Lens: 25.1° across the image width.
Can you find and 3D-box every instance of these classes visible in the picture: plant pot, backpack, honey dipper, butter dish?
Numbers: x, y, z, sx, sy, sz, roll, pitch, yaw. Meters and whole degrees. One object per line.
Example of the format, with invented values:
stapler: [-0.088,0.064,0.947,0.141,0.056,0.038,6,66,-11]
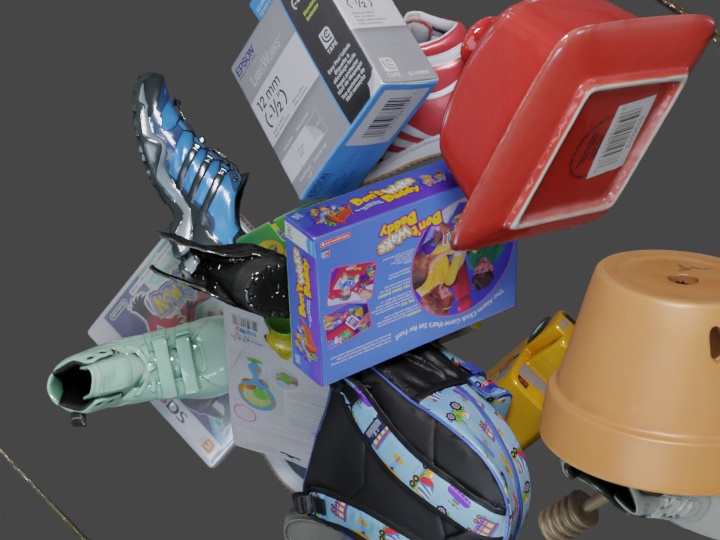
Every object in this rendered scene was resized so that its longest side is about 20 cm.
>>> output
plant pot: [0.244,0.070,1.264,0.198,0.200,0.142,11,110,23]
backpack: [0.062,0.167,1.348,0.199,0.134,0.184,34,125,29]
honey dipper: [0.239,0.189,1.443,0.038,0.038,0.200,47,127,-7]
butter dish: [0.132,-0.134,1.203,0.148,0.198,0.201,47,128,29]

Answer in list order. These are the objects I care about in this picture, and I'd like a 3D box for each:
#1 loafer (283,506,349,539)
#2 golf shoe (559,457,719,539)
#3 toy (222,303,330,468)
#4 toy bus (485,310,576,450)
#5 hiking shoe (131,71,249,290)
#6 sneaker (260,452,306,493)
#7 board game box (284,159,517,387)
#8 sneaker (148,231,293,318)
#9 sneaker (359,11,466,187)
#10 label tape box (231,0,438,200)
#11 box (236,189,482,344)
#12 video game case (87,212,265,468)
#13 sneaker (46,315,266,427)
loafer: [0.008,0.284,1.611,0.198,0.070,0.071,11,126,23]
golf shoe: [0.252,0.188,1.356,0.198,0.097,0.079,26,123,6]
toy: [-0.058,0.099,1.431,0.114,0.047,0.201,17,143,14]
toy bus: [0.131,0.121,1.424,0.065,0.078,0.200,42,132,-3]
hiking shoe: [-0.144,-0.087,1.448,0.086,0.074,0.202,-19,93,-1]
sneaker: [-0.075,0.107,1.541,0.108,0.070,0.201,-37,90,30]
board game box: [0.036,-0.006,1.286,0.045,0.198,0.136,35,136,46]
sneaker: [-0.066,0.009,1.326,0.104,0.198,0.061,19,97,51]
sneaker: [0.019,-0.140,1.316,0.198,0.071,0.113,-18,115,29]
label tape box: [-0.038,-0.179,1.269,0.201,0.066,0.143,60,138,20]
box: [0.000,0.000,1.386,0.199,0.049,0.117,34,140,-31]
video game case: [-0.139,0.054,1.508,0.182,0.023,0.200,45,112,9]
sneaker: [-0.185,0.094,1.459,0.198,0.118,0.075,-12,94,23]
